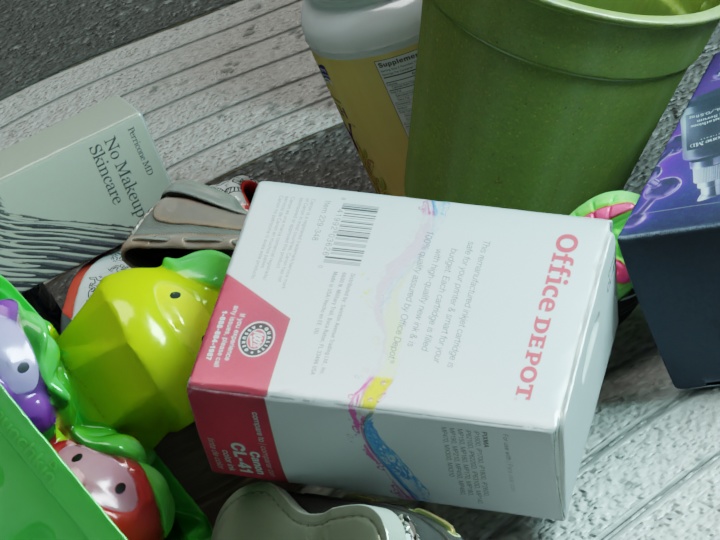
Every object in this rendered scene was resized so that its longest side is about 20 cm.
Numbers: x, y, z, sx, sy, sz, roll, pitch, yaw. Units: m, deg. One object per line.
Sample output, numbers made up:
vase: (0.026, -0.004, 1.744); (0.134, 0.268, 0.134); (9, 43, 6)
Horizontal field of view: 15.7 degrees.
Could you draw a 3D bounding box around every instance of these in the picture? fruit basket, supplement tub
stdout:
fruit basket: (-0.145, 0.070, 1.420); (0.215, 0.217, 0.155); (-20, 0, 11)
supplement tub: (0.048, -0.138, 1.682); (0.145, 0.201, 0.146); (-20, 26, 10)

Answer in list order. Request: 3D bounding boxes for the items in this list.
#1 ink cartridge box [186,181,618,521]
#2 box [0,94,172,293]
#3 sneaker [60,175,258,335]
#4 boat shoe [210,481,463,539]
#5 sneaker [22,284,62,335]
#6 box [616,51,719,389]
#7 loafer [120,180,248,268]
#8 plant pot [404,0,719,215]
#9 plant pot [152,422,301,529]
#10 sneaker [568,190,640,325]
ink cartridge box: (0.026, 0.041, 1.380); (0.199, 0.086, 0.148); (8, 51, 14)
box: (-0.225, -0.035, 1.721); (0.199, 0.083, 0.068); (-28, 20, -10)
sneaker: (-0.121, 0.003, 1.724); (0.107, 0.067, 0.202); (-16, 25, 24)
boat shoe: (-0.015, 0.152, 1.364); (0.060, 0.072, 0.201); (11, -6, -29)
sneaker: (-0.240, 0.062, 1.738); (0.087, 0.075, 0.200); (-35, 18, 4)
box: (0.248, -0.038, 1.428); (0.147, 0.105, 0.200); (-8, 30, 30)
loafer: (-0.065, -0.001, 1.586); (0.199, 0.072, 0.063); (18, 50, 44)
plant pot: (0.105, -0.113, 1.537); (0.199, 0.191, 0.200); (12, 32, -7)
plant pot: (-0.112, 0.077, 1.553); (0.200, 0.093, 0.201); (-20, 27, 10)
sneaker: (0.099, 0.030, 1.489); (0.199, 0.084, 0.077); (-29, 65, 21)
